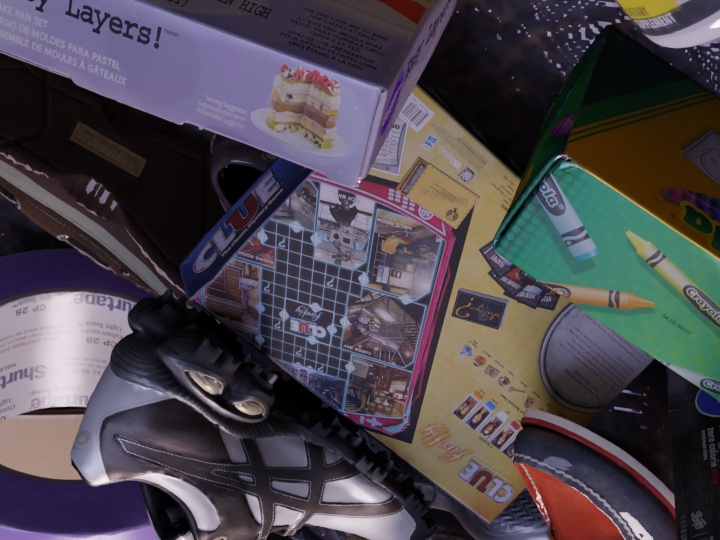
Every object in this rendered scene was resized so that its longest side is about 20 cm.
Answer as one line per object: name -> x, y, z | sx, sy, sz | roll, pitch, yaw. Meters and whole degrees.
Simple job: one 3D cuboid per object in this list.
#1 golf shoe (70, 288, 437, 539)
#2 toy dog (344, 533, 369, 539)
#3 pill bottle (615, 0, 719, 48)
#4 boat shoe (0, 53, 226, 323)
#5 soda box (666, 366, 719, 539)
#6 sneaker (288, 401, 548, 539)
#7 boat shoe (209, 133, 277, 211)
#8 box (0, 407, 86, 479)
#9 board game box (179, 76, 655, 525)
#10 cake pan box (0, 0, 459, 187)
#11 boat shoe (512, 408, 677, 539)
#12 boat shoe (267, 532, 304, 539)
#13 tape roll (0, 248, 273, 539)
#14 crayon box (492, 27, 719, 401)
golf shoe -> -0.050, 0.091, 0.900 | 0.200, 0.078, 0.095 | 37, 90, -36
toy dog -> 0.024, 0.220, 0.975 | 0.095, 0.132, 0.201 | 11, 121, -24
pill bottle -> 0.093, -0.190, 0.739 | 0.112, 0.112, 0.200 | -31, 109, 37
boat shoe -> -0.114, -0.032, 0.986 | 0.202, 0.075, 0.075 | 38, 154, -9
soda box -> 0.174, 0.101, 0.866 | 0.063, 0.201, 0.071 | -16, 119, 16
sneaker -> 0.050, 0.132, 1.033 | 0.198, 0.076, 0.115 | 14, 134, 16
boat shoe -> 0.000, 0.000, 0.949 | 0.200, 0.074, 0.074 | 41, 130, -11
box -> -0.203, 0.162, 1.137 | 0.162, 0.021, 0.202 | 0, 119, -4
board game box -> 0.035, 0.012, 0.894 | 0.136, 0.035, 0.200 | -45, 121, 9
cake pan box -> -0.059, -0.131, 0.802 | 0.198, 0.185, 0.053 | 21, 127, 7
boat shoe -> 0.122, 0.140, 0.923 | 0.071, 0.063, 0.200 | 21, 156, 49
boat shoe -> -0.023, 0.179, 1.106 | 0.198, 0.074, 0.067 | 23, 144, 7
tape roll -> -0.143, 0.085, 0.990 | 0.198, 0.201, 0.086 | 18, 130, 9
crayon box -> 0.161, -0.004, 0.845 | 0.199, 0.119, 0.058 | 33, 126, -4
